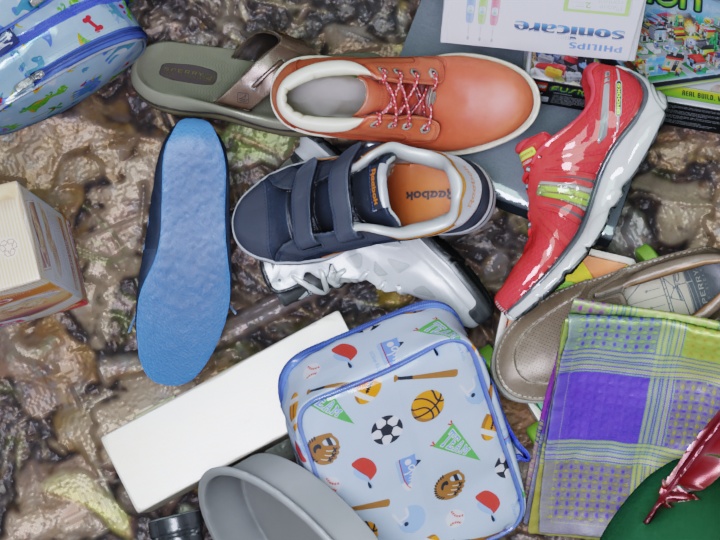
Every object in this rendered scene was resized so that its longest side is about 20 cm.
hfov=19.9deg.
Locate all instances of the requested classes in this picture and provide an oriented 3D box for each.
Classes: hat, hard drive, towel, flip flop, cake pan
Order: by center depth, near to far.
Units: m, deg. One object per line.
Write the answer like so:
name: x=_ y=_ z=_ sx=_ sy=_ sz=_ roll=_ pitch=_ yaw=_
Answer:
hat: x=0.218 y=0.144 z=1.469 sx=0.198 sy=0.166 sz=0.178 roll=-11 pitch=82 yaw=4
cake pan: x=-0.035 y=0.211 z=1.469 sx=0.037 sy=0.200 sz=0.200 roll=-40 pitch=84 yaw=-27
towel: x=0.201 y=0.118 z=1.493 sx=0.142 sy=0.023 sz=0.201 roll=9 pitch=120 yaw=-1
flip flop: x=-0.078 y=-0.152 z=1.548 sx=0.198 sy=0.058 sz=0.081 roll=8 pitch=49 yaw=10
hard drive: x=0.118 y=-0.116 z=1.553 sx=0.199 sy=0.033 sz=0.141 roll=20 pitch=73 yaw=3

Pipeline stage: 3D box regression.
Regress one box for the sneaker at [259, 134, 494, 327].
sneaker: x=0.000 y=0.000 z=1.548 sx=0.200 sy=0.076 sz=0.116 roll=41 pitch=96 yaw=13

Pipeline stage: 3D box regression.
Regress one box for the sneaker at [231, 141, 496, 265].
sneaker: x=-0.007 y=-0.052 z=1.477 sx=0.198 sy=0.079 sz=0.079 roll=-10 pitch=81 yaw=15

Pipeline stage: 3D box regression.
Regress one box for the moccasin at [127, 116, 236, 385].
moccasin: x=-0.126 y=-0.015 z=1.544 sx=0.080 sy=0.068 sz=0.202 roll=10 pitch=101 yaw=-9

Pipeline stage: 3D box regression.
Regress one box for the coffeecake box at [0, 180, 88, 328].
coffeecake box: x=-0.293 y=0.001 z=1.484 sx=0.152 sy=0.200 sz=0.074 roll=-15 pitch=84 yaw=1

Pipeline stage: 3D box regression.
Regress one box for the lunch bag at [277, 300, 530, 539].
lunch bag: x=0.036 y=0.128 z=1.483 sx=0.159 sy=0.076 sz=0.201 roll=-24 pitch=123 yaw=-7

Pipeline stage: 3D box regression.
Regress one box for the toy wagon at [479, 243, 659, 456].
toy wagon: x=0.190 y=0.082 z=1.541 sx=0.155 sy=0.040 sz=0.201 roll=-32 pitch=84 yaw=-1

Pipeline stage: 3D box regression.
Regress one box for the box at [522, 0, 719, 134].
box: x=0.223 y=-0.166 z=1.541 sx=0.198 sy=0.035 sz=0.111 roll=9 pitch=64 yaw=-2

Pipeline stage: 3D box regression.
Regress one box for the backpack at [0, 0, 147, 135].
backpack: x=-0.236 y=-0.196 z=1.513 sx=0.199 sy=0.183 sz=0.147 roll=-35 pitch=91 yaw=-8

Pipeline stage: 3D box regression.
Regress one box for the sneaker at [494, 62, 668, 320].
sneaker: x=0.143 y=-0.059 z=1.483 sx=0.085 sy=0.077 sz=0.201 roll=30 pitch=86 yaw=3

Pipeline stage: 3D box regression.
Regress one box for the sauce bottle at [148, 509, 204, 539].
sauce bottle: x=-0.117 y=0.280 z=1.521 sx=0.065 sy=0.066 sz=0.202 roll=-13 pitch=82 yaw=1

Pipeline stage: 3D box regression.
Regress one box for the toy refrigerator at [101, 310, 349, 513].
toy refrigerator: x=-0.089 y=0.103 z=1.530 sx=0.199 sy=0.076 sz=0.070 roll=-29 pitch=84 yaw=0

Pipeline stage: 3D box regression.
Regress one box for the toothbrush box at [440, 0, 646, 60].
toothbrush box: x=0.139 y=-0.261 z=1.511 sx=0.144 sy=0.086 sz=0.201 roll=6 pitch=56 yaw=2

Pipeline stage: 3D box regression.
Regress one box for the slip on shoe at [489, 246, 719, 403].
slip on shoe: x=0.188 y=0.038 z=1.495 sx=0.198 sy=0.061 sz=0.077 roll=-20 pitch=85 yaw=0

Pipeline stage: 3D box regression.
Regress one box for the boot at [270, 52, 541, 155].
boot: x=0.033 y=-0.120 z=1.466 sx=0.198 sy=0.107 sz=0.076 roll=0 pitch=94 yaw=0
